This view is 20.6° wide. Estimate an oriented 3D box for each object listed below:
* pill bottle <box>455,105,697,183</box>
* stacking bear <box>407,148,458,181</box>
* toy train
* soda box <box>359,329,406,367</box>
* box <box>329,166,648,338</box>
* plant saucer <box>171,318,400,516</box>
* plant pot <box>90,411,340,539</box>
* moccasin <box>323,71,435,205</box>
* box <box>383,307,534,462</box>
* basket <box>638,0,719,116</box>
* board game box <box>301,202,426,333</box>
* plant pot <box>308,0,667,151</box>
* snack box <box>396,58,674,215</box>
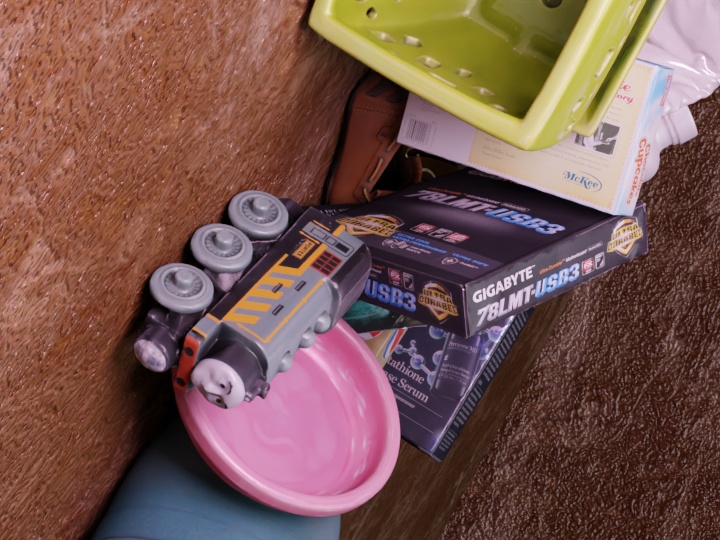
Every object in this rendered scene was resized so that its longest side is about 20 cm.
[{"bbox_3d":[0.190,-0.104,1.735,0.200,0.104,0.104,-27,169,5],"label":"pill bottle"},{"bbox_3d":[0.070,-0.072,1.833,0.121,0.114,0.200,3,-111,57],"label":"stacking bear"},{"bbox_3d":[-0.078,0.020,1.437,0.200,0.114,0.085,-47,163,-45],"label":"toy train"},{"bbox_3d":[-0.009,0.081,1.976,0.200,0.064,0.068,-58,168,-11],"label":"soda box"},{"bbox_3d":[0.085,-0.022,1.537,0.198,0.200,0.050,-23,117,-35],"label":"box"},{"bbox_3d":[-0.063,0.105,1.536,0.051,0.201,0.201,-43,-179,40],"label":"plant saucer"},{"bbox_3d":[-0.101,0.190,1.604,0.200,0.200,0.188,99,10,-60],"label":"plant pot"},{"bbox_3d":[0.020,-0.083,1.672,0.074,0.078,0.202,-48,163,-41],"label":"moccasin"},{"bbox_3d":[0.070,0.077,2.082,0.200,0.148,0.107,-59,168,-4],"label":"box"},{"bbox_3d":[0.207,-0.236,1.606,0.198,0.161,0.200,-23,141,-39],"label":"basket"},{"bbox_3d":[0.000,0.000,1.666,0.200,0.028,0.135,-5,135,-37],"label":"board game box"},{"bbox_3d":[0.114,-0.209,1.400,0.200,0.199,0.181,-63,158,13],"label":"plant pot"},{"bbox_3d":[0.131,-0.126,1.519,0.037,0.200,0.116,-1,109,-59],"label":"snack box"}]
